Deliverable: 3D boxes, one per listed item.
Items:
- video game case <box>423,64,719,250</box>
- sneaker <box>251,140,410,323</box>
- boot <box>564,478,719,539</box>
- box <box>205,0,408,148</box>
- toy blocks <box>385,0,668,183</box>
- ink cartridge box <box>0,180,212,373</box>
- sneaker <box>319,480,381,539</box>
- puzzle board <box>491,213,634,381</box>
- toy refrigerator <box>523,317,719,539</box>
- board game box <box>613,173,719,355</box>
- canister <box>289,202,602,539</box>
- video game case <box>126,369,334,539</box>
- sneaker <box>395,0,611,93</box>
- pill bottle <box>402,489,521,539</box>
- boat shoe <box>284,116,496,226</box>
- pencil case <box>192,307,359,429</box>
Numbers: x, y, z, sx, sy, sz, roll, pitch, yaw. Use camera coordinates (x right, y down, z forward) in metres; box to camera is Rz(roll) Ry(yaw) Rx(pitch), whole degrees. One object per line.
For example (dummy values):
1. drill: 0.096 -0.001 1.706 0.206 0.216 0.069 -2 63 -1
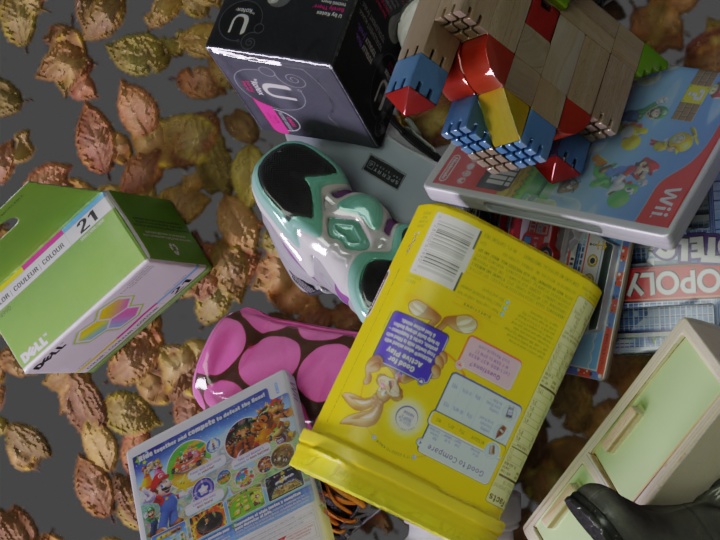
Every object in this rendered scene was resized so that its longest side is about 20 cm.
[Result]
1. video game case: 0.158 -0.090 1.223 0.200 0.017 0.143 14 60 37
2. sneaker: 0.000 0.000 1.318 0.078 0.140 0.200 -38 76 -14
3. boot: 0.224 0.150 1.136 0.131 0.200 0.068 -48 41 5
4. box: -0.016 -0.209 1.302 0.106 0.122 0.200 11 68 24
5. toy blocks: 0.102 -0.127 1.156 0.100 0.200 0.137 -12 52 51
6. ink cartridge box: -0.232 0.010 1.378 0.148 0.200 0.076 -40 73 18
7. sneaker: -0.025 0.173 1.303 0.078 0.077 0.200 35 139 -2
8. puzzle board: 0.135 -0.031 1.285 0.151 0.017 0.200 10 89 46
9. toy refrigerator: 0.197 0.133 1.193 0.200 0.070 0.076 -57 38 25
10. board game box: 0.256 0.006 1.241 0.200 0.062 0.200 -4 85 23
11. canister: 0.061 0.072 1.197 0.148 0.087 0.200 28 82 -15
12. video game case: -0.091 0.182 1.262 0.143 0.018 0.200 -28 50 14
13. sneaker: 0.129 -0.183 1.271 0.200 0.074 0.079 -25 58 0
14. pill bottle: 0.070 0.258 1.284 0.112 0.112 0.200 2 89 24
15. boat shoe: 0.024 -0.081 1.340 0.199 0.068 0.074 32 96 34
16. pencil case: -0.029 0.080 1.349 0.200 0.091 0.094 8 94 26
